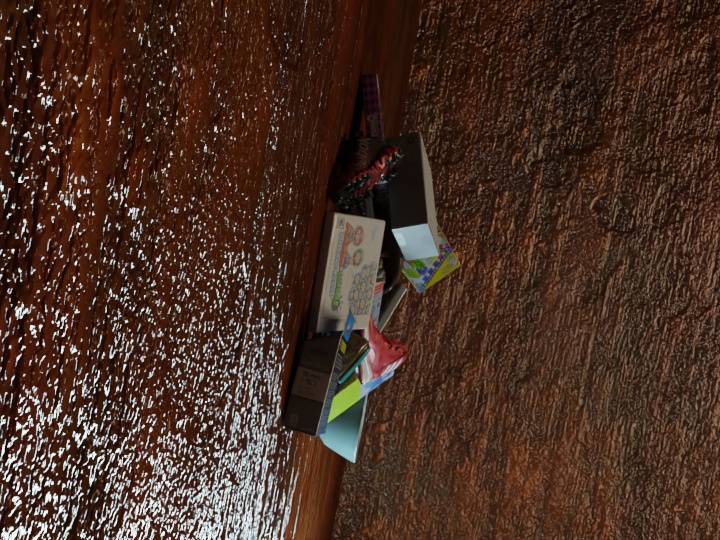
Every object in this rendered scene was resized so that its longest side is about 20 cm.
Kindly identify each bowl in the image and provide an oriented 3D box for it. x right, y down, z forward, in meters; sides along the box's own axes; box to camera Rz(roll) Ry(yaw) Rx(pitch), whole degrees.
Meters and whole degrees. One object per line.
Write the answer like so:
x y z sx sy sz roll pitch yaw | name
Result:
-0.044 0.378 1.950 0.201 0.102 0.207 11 90 -86 | bowl

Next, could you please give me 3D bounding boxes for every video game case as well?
0.026 0.119 1.825 0.203 0.023 0.182 -58 -167 -8 | video game case
0.013 -0.169 1.548 0.143 0.017 0.206 -17 99 -88 | video game case
0.030 -0.265 1.521 0.181 0.035 0.206 48 37 -84 | video game case
-0.021 0.005 1.349 0.181 0.023 0.206 2 98 -60 | video game case

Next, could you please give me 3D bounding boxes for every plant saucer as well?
0.035 -0.050 1.654 0.198 0.029 0.206 20 -65 53 | plant saucer

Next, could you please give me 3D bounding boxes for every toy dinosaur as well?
0.000 0.000 1.539 0.201 0.098 0.060 -58 146 -62 | toy dinosaur

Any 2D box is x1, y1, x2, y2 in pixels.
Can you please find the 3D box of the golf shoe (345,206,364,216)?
-0.020 -0.068 1.498 0.201 0.073 0.094 -89 177 -71 | golf shoe

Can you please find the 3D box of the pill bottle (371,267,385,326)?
-0.011 0.083 1.638 0.109 0.106 0.205 -73 172 -62 | pill bottle

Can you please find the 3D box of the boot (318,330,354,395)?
-0.044 0.141 1.503 0.211 0.077 0.162 -65 165 -74 | boot

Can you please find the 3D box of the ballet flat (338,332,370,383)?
-0.062 0.193 1.373 0.201 0.065 0.071 -50 168 -15 | ballet flat

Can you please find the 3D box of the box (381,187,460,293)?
0.119 -0.086 1.813 0.195 0.120 0.200 58 0 -20 | box

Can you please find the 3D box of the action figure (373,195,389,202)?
0.043 -0.206 1.771 0.201 0.099 0.122 83 24 -71 | action figure

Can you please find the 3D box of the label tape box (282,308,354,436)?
-0.066 0.163 1.254 0.144 0.062 0.205 79 26 -79 | label tape box

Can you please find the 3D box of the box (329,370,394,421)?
-0.009 0.248 1.710 0.198 0.048 0.123 -33 153 -22 | box

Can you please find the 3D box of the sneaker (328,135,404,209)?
-0.008 -0.177 1.324 0.200 0.097 0.072 -44 164 -44 | sneaker

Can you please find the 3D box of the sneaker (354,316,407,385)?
0.038 0.141 1.590 0.203 0.113 0.079 91 -26 -43 | sneaker

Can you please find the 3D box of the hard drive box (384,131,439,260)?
0.106 -0.148 1.541 0.156 0.075 0.205 58 26 -63 | hard drive box
